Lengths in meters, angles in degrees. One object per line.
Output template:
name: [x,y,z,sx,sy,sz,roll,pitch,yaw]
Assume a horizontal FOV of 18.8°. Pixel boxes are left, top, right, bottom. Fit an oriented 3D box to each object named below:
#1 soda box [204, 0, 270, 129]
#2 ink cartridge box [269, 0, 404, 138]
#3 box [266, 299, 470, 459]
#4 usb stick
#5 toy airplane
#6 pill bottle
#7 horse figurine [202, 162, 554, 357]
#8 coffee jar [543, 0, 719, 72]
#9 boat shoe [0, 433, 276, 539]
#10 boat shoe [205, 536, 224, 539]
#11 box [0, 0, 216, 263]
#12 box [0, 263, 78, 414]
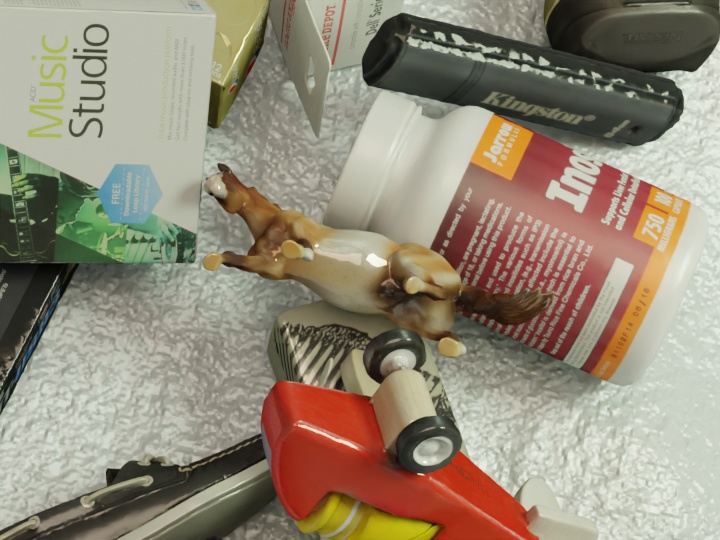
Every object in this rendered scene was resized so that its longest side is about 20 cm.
soda box: [-0.154,-0.159,1.240,0.200,0.064,0.068,25,69,3]
ink cartridge box: [-0.023,-0.193,1.275,0.067,0.117,0.200,-15,73,-11]
box: [0.017,0.113,1.196,0.082,0.068,0.200,-17,73,-14]
usb stick: [0.095,-0.109,1.261,0.200,0.055,0.033,10,53,-26]
toy airplane: [0.025,0.133,1.078,0.141,0.200,0.199,-36,87,13]
pill bottle: [0.086,-0.023,1.229,0.200,0.113,0.113,24,69,2]
horse figurine: [0.000,0.000,1.149,0.200,0.133,0.050,18,98,2]
coffee jar: [0.154,-0.214,1.321,0.104,0.085,0.200,-4,70,-12]
boat shoe: [-0.123,0.133,1.172,0.200,0.074,0.060,-30,67,-16]
boat shoe: [-0.024,0.218,1.154,0.075,0.093,0.200,-41,110,-4]
box: [-0.182,-0.076,1.163,0.200,0.036,0.145,0,110,-16]
box: [-0.275,0.007,1.211,0.198,0.050,0.200,25,68,1]
